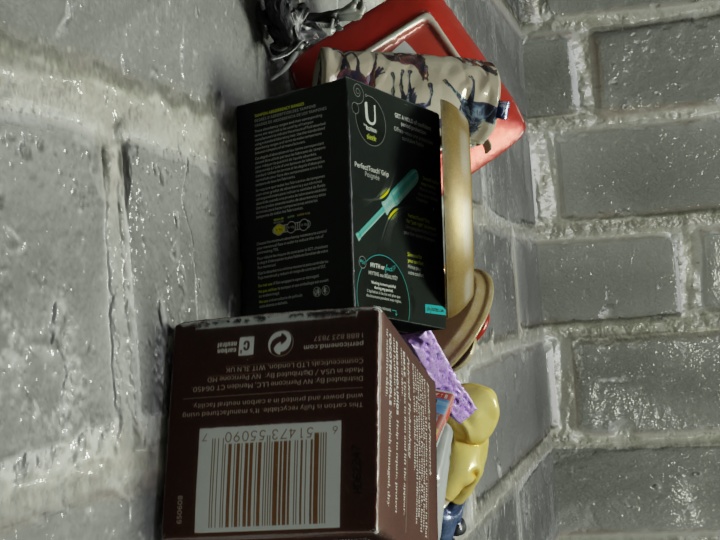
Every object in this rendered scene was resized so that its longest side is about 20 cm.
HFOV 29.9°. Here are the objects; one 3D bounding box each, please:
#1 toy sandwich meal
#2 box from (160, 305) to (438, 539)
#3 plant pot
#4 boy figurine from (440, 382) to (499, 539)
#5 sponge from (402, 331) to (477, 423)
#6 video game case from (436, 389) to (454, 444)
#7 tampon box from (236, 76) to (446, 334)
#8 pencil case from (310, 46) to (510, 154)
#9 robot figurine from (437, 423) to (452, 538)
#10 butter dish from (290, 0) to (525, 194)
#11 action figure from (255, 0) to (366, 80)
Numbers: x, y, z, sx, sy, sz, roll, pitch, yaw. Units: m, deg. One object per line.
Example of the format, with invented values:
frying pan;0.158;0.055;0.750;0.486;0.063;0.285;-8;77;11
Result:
toy sandwich meal;0.094;0.084;1.575;0.070;0.205;0.206;41;34;-21
box;-0.039;0.140;1.037;0.200;0.165;0.165;53;34;-65
plant pot;0.089;-0.057;1.239;0.200;0.027;0.202;-2;90;-87
boy figurine;0.102;0.213;1.459;0.124;0.064;0.201;-51;154;-56
sponge;0.050;0.079;1.423;0.112;0.030;0.200;58;-9;-25
video game case;0.003;0.144;1.252;0.200;0.142;0.018;-53;152;-69
tampon box;-0.016;-0.047;1.190;0.149;0.126;0.202;13;72;-53
pencil case;0.042;-0.167;1.316;0.078;0.198;0.090;134;-44;-66
robot figurine;0.030;0.209;1.339;0.113;0.169;0.201;35;43;-25
butter dish;0.036;-0.166;1.434;0.200;0.199;0.148;55;-20;0
action figure;-0.048;-0.276;1.269;0.119;0.101;0.201;81;8;-68
